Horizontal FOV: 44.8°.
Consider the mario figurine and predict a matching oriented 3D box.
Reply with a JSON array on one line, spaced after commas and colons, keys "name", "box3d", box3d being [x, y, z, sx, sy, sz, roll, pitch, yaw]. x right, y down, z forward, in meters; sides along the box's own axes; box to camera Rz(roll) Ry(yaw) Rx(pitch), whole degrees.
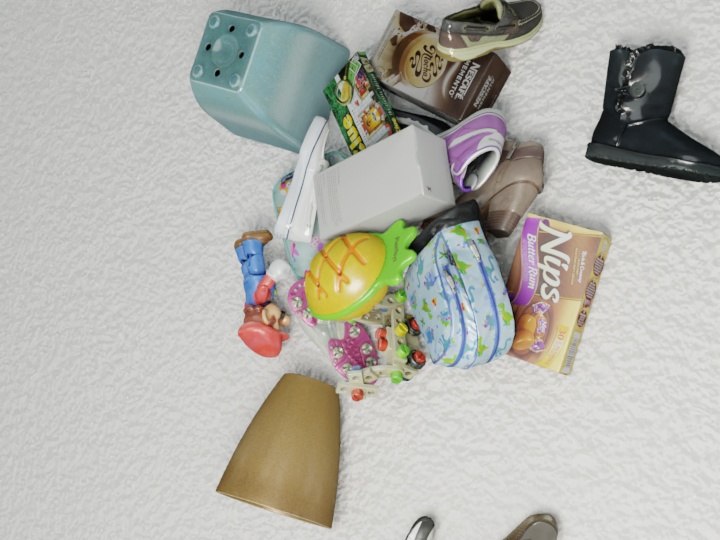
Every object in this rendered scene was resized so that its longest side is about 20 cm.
[{"name": "mario figurine", "box3d": [-0.150, 0.042, 1.431, 0.104, 0.124, 0.204, -10, 78, 6]}]

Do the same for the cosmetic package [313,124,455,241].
[{"name": "cosmetic package", "box3d": [0.031, -0.116, 1.263, 0.198, 0.084, 0.110, -19, 68, 37]}]

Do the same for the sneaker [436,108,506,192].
[{"name": "sneaker", "box3d": [0.129, -0.147, 1.281, 0.200, 0.072, 0.116, -37, 30, 40]}]

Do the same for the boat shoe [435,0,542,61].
[{"name": "boat shoe", "box3d": [0.194, -0.364, 1.271, 0.199, 0.067, 0.072, -27, 51, -26]}]

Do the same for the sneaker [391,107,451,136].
[{"name": "sneaker", "box3d": [0.062, -0.211, 1.388, 0.198, 0.071, 0.084, 21, 107, 34]}]

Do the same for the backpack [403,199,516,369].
[{"name": "backpack", "box3d": [0.135, 0.035, 1.199, 0.202, 0.152, 0.163, 59, 150, 10]}]

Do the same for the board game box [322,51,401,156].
[{"name": "board game box", "box3d": [0.012, -0.226, 1.361, 0.105, 0.023, 0.203, -40, 69, 46]}]

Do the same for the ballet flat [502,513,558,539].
[{"name": "ballet flat", "box3d": [0.198, 0.405, 1.211, 0.067, 0.046, 0.201, 39, 108, -3]}]

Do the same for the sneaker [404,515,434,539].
[{"name": "sneaker", "box3d": [0.085, 0.456, 1.255, 0.079, 0.074, 0.204, 13, 92, 15]}]

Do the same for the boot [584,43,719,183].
[{"name": "boot", "box3d": [0.412, -0.217, 1.180, 0.198, 0.076, 0.171, 18, 94, 36]}]

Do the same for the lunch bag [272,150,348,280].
[{"name": "lunch bag", "box3d": [-0.053, -0.088, 1.412, 0.159, 0.077, 0.203, -24, 70, 23]}]

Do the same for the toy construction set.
[{"name": "toy construction set", "box3d": [0.027, 0.101, 1.299, 0.092, 0.129, 0.203, -41, 35, 51]}]

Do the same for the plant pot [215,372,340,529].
[{"name": "plant pot", "box3d": [-0.103, 0.268, 1.334, 0.184, 0.186, 0.203, 8, 71, 29]}]

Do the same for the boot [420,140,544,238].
[{"name": "boot", "box3d": [0.187, -0.120, 1.295, 0.198, 0.070, 0.148, 5, 68, 47]}]

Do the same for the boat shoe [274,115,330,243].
[{"name": "boat shoe", "box3d": [-0.074, -0.138, 1.362, 0.066, 0.074, 0.203, 18, 83, -1]}]

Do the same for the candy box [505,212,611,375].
[{"name": "candy box", "box3d": [0.265, 0.032, 1.229, 0.115, 0.056, 0.203, 18, 92, 31]}]

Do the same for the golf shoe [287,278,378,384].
[{"name": "golf shoe", "box3d": [-0.041, 0.102, 1.384, 0.075, 0.092, 0.201, -35, 85, -14]}]

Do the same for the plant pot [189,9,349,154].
[{"name": "plant pot", "box3d": [-0.168, -0.330, 1.450, 0.194, 0.199, 0.199, 19, 90, 29]}]

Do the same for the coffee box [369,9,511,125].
[{"name": "coffee box", "box3d": [0.118, -0.308, 1.356, 0.199, 0.080, 0.114, 32, 95, 29]}]

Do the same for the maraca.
[{"name": "maraca", "box3d": [0.000, 0.000, 1.231, 0.198, 0.107, 0.139, -27, 42, 31]}]
